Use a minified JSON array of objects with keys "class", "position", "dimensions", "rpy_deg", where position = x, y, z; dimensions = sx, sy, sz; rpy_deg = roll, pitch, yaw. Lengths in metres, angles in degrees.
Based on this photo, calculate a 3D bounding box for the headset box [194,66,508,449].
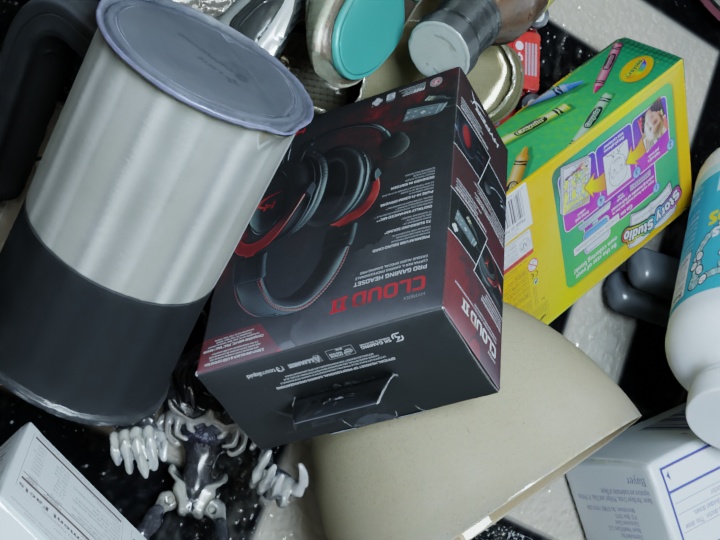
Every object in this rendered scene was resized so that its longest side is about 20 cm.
[{"class":"headset box","position":[0.000,0.000,0.765],"dimensions":[0.075,0.147,0.202],"rpy_deg":[53,32,-39]}]

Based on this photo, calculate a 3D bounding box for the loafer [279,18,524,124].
[{"class":"loafer","position":[0.008,-0.118,0.861],"dimensions":[0.197,0.067,0.077],"rpy_deg":[-1,95,-7]}]

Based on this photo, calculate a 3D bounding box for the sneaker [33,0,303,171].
[{"class":"sneaker","position":[-0.109,-0.100,0.790],"dimensions":[0.080,0.074,0.200],"rpy_deg":[40,101,-6]}]

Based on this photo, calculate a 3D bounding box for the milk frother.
[{"class":"milk frother","position":[-0.154,-0.034,0.680],"dimensions":[0.179,0.189,0.200],"rpy_deg":[34,25,8]}]

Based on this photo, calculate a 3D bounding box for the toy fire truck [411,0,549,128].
[{"class":"toy fire truck","position":[0.055,-0.183,0.929],"dimensions":[0.139,0.049,0.203],"rpy_deg":[6,82,-25]}]

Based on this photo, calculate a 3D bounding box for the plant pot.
[{"class":"plant pot","position":[0.047,0.087,0.829],"dimensions":[0.199,0.201,0.135],"rpy_deg":[-27,76,-26]}]

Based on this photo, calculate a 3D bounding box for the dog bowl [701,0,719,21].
[{"class":"dog bowl","position":[0.322,-0.252,1.027],"dimensions":[0.197,0.074,0.203],"rpy_deg":[2,73,-8]}]

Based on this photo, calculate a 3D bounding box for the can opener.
[{"class":"can opener","position":[0.265,0.017,1.017],"dimensions":[0.198,0.053,0.068],"rpy_deg":[17,45,-23]}]

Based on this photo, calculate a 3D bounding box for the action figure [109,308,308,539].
[{"class":"action figure","position":[-0.089,0.114,0.796],"dimensions":[0.117,0.102,0.203],"rpy_deg":[10,81,-13]}]

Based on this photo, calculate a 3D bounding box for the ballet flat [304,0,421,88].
[{"class":"ballet flat","position":[0.004,-0.166,0.817],"dimensions":[0.200,0.062,0.068],"rpy_deg":[-52,143,-46]}]

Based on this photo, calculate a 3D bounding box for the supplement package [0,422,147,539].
[{"class":"supplement package","position":[-0.187,0.211,0.690],"dimensions":[0.200,0.111,0.156],"rpy_deg":[-42,103,4]}]

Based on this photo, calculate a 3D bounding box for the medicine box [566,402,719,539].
[{"class":"medicine box","position":[0.262,0.193,0.956],"dimensions":[0.180,0.103,0.203],"rpy_deg":[-19,93,-26]}]

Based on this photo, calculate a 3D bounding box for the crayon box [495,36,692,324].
[{"class":"crayon box","position":[0.134,-0.049,0.917],"dimensions":[0.199,0.058,0.120],"rpy_deg":[-36,133,-25]}]

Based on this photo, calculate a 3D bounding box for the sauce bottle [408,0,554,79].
[{"class":"sauce bottle","position":[0.091,-0.180,0.852],"dimensions":[0.065,0.064,0.200],"rpy_deg":[50,45,-12]}]

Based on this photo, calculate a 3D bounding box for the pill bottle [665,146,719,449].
[{"class":"pill bottle","position":[0.259,0.016,0.905],"dimensions":[0.110,0.110,0.202],"rpy_deg":[34,52,-19]}]
